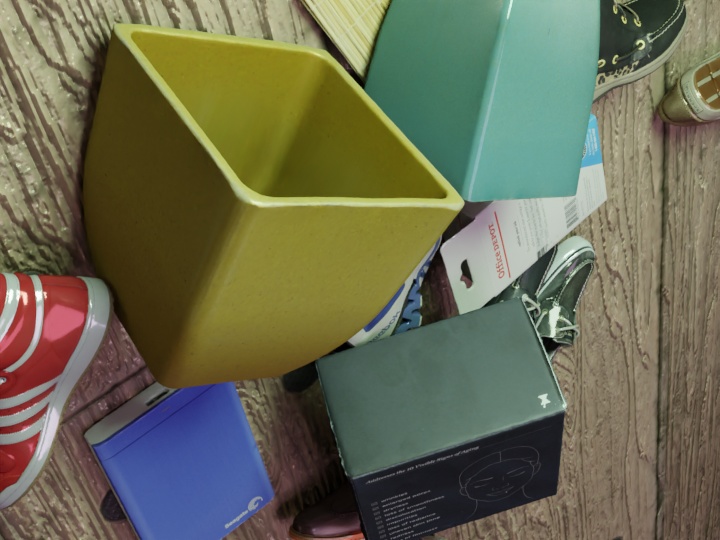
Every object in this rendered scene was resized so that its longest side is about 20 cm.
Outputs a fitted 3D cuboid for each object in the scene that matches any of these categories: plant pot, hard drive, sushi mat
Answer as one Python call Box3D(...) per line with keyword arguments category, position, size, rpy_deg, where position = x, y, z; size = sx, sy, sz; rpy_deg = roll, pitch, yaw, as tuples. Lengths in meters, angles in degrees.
Box3D(category="plant pot", position=(-0.086, -0.029, 0.850), size=(0.194, 0.195, 0.201), rpy_deg=(-3, 133, -43))
Box3D(category="hard drive", position=(-0.153, 0.174, 1.054), size=(0.131, 0.025, 0.201), rpy_deg=(-35, 138, -21))
Box3D(category="plant pot", position=(0.101, -0.175, 0.943), size=(0.140, 0.141, 0.203), rpy_deg=(-5, 114, -43))
Box3D(category="sushi mat", position=(0.026, -0.196, 0.963), size=(0.096, 0.012, 0.200), rpy_deg=(-51, 142, -5))

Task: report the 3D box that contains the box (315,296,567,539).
Box3D(category="box", position=(0.076, 0.147, 1.102), size=(0.197, 0.125, 0.197), rpy_deg=(-17, 150, -4))

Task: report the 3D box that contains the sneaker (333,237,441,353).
Box3D(category="sneaker", position=(0.000, 0.001, 1.031), size=(0.114, 0.080, 0.201), rpy_deg=(-24, 135, -33))

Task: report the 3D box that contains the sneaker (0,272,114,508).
Box3D(category="sneaker", position=(-0.263, 0.083, 0.844), size=(0.112, 0.071, 0.201), rpy_deg=(12, 116, -41))

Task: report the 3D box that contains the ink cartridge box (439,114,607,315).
Box3D(category="ink cartridge box", position=(0.138, -0.060, 1.130), size=(0.199, 0.068, 0.117), rpy_deg=(-39, 139, -16))

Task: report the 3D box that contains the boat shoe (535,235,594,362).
Box3D(category="boat shoe", position=(0.203, 0.062, 1.283), size=(0.072, 0.071, 0.201), rpy_deg=(21, 102, -49))

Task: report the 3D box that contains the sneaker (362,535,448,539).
Box3D(category="sneaker", position=(0.047, 0.303, 1.310), size=(0.198, 0.074, 0.117), rpy_deg=(-5, 125, -41))

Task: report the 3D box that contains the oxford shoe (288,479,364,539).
Box3D(category="oxford shoe", position=(0.005, 0.220, 1.225), size=(0.199, 0.071, 0.074), rpy_deg=(-20, 112, -39))

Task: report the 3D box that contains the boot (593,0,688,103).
Box3D(category="boot", position=(0.219, -0.241, 1.076), size=(0.199, 0.073, 0.152), rpy_deg=(-31, 137, -16))

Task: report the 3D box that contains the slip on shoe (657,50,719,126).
Box3D(category="slip on shoe", position=(0.397, -0.199, 1.294), size=(0.199, 0.077, 0.060), rpy_deg=(-28, 176, -39))

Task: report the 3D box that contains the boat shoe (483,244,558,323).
Box3D(category="boat shoe", position=(0.153, 0.048, 1.232), size=(0.075, 0.060, 0.202), rpy_deg=(18, 105, -49))
